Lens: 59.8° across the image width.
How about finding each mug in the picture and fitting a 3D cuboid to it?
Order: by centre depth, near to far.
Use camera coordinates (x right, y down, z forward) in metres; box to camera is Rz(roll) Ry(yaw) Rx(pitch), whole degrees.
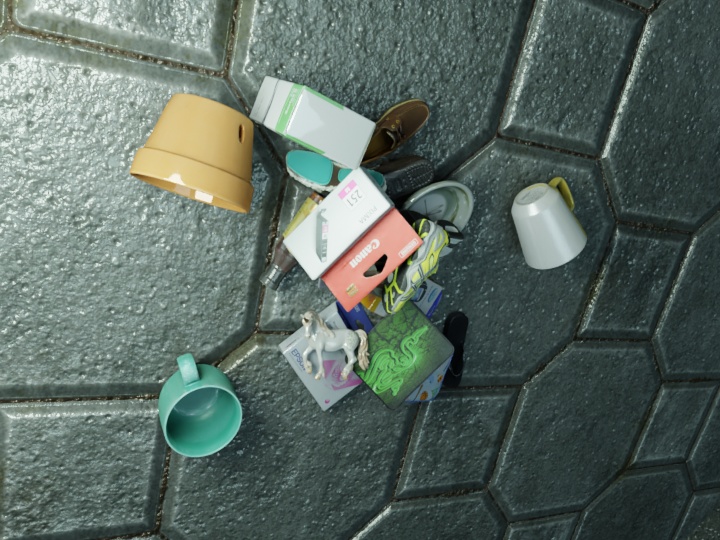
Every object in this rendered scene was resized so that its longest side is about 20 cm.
[{"bbox_3d":[-0.309,0.247,1.211,0.149,0.114,0.189,16,104,-31],"label":"mug"},{"bbox_3d":[0.418,-0.121,1.436,0.147,0.188,0.155,-23,117,22],"label":"mug"}]

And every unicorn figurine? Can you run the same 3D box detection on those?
[{"bbox_3d":[-0.067,0.152,1.283,0.197,0.073,0.141,1,100,-42],"label":"unicorn figurine"}]

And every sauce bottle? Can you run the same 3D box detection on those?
[{"bbox_3d":[-0.122,-0.054,1.205,0.065,0.066,0.202,30,96,-34],"label":"sauce bottle"}]

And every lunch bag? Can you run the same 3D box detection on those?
[{"bbox_3d":[0.123,0.215,1.431,0.197,0.075,0.164,7,105,-42],"label":"lunch bag"}]

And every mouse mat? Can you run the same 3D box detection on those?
[{"bbox_3d":[0.083,0.179,1.336,0.161,0.008,0.200,45,100,-2],"label":"mouse mat"}]

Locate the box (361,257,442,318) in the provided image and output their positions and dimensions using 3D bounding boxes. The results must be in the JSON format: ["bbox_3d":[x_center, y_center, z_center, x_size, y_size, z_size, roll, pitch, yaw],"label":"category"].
[{"bbox_3d":[0.098,0.056,1.369,0.198,0.041,0.121,27,98,-47],"label":"box"}]

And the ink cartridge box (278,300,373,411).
[{"bbox_3d":[-0.050,0.177,1.360,0.198,0.043,0.198,-36,123,-7],"label":"ink cartridge box"}]

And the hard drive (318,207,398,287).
[{"bbox_3d":[-0.011,-0.051,1.243,0.132,0.043,0.203,-2,134,-26],"label":"hard drive"}]

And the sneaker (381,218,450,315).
[{"bbox_3d":[0.103,0.004,1.172,0.075,0.076,0.203,14,120,-27],"label":"sneaker"}]

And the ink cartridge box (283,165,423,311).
[{"bbox_3d":[-0.015,-0.052,1.118,0.199,0.043,0.175,-42,83,16],"label":"ink cartridge box"}]

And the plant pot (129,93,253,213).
[{"bbox_3d":[-0.256,-0.191,1.011,0.197,0.199,0.144,17,86,-32],"label":"plant pot"}]

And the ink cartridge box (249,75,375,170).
[{"bbox_3d":[-0.087,-0.252,1.054,0.144,0.200,0.086,19,100,-32],"label":"ink cartridge box"}]

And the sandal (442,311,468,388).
[{"bbox_3d":[0.225,0.201,1.512,0.074,0.043,0.205,-10,116,-23],"label":"sandal"}]

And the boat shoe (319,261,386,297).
[{"bbox_3d":[0.000,0.000,1.221,0.196,0.076,0.073,11,110,-31],"label":"boat shoe"}]

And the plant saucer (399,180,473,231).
[{"bbox_3d":[0.140,-0.116,1.300,0.196,0.051,0.203,-21,144,-16],"label":"plant saucer"}]

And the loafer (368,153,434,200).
[{"bbox_3d":[0.048,-0.175,1.239,0.195,0.072,0.074,-16,122,-1],"label":"loafer"}]

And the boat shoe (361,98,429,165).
[{"bbox_3d":[0.057,-0.259,1.204,0.198,0.067,0.073,-33,123,-11],"label":"boat shoe"}]

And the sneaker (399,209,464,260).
[{"bbox_3d":[0.116,-0.047,1.256,0.198,0.076,0.116,8,128,-45],"label":"sneaker"}]

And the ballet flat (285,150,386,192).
[{"bbox_3d":[-0.049,-0.164,1.166,0.195,0.072,0.073,16,107,1],"label":"ballet flat"}]
